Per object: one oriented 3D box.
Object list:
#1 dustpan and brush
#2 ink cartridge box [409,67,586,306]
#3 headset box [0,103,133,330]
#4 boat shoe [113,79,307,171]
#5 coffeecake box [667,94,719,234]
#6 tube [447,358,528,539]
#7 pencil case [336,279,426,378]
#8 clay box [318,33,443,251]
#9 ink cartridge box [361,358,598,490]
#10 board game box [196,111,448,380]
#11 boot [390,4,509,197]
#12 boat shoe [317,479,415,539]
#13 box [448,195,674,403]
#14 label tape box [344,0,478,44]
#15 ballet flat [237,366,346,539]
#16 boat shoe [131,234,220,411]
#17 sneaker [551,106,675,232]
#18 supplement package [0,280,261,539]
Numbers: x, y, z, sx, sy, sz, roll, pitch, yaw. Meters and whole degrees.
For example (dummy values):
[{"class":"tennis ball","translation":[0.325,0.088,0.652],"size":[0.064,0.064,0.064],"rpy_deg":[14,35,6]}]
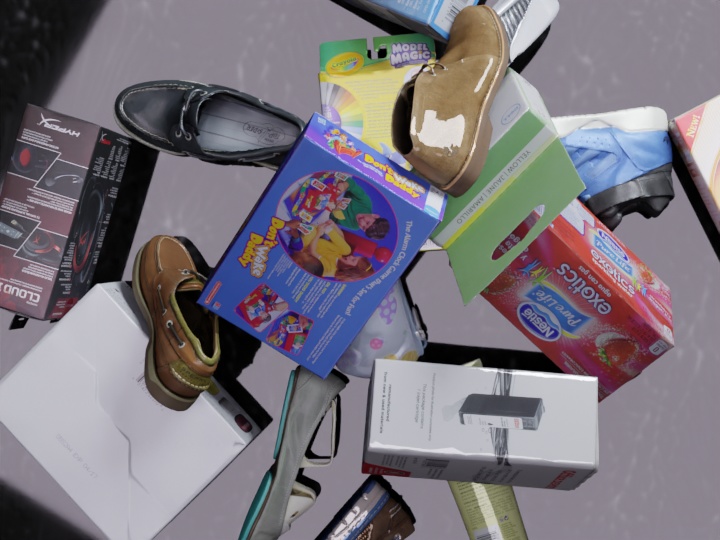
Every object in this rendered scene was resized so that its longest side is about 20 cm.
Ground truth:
[{"class":"dustpan and brush","translation":[0.149,-0.250,1.508],"size":[0.057,0.139,0.200],"rpy_deg":[48,67,-8]},{"class":"ink cartridge box","translation":[0.108,-0.075,1.395],"size":[0.048,0.200,0.146],"rpy_deg":[38,108,-20]},{"class":"headset box","translation":[-0.283,-0.041,1.503],"size":[0.074,0.149,0.202],"rpy_deg":[17,92,3]},{"class":"boat shoe","translation":[-0.138,-0.139,1.532],"size":[0.198,0.066,0.075],"rpy_deg":[19,82,3]},{"class":"coffeecake box","translation":[0.395,-0.082,1.503],"size":[0.152,0.073,0.201],"rpy_deg":[-27,89,4]},{"class":"tube","translation":[0.110,0.189,1.538],"size":[0.052,0.058,0.202],"rpy_deg":[-25,82,45]},{"class":"pencil case","translation":[0.000,0.000,1.475],"size":[0.090,0.083,0.202],"rpy_deg":[6,124,32]},{"class":"clay box","translation":[0.023,-0.116,1.535],"size":[0.114,0.048,0.202],"rpy_deg":[-4,90,6]},{"class":"ink cartridge box","translation":[0.104,0.139,1.452],"size":[0.198,0.144,0.085],"rpy_deg":[6,75,-1]},{"class":"board game box","translation":[-0.035,-0.017,1.396],"size":[0.134,0.045,0.201],"rpy_deg":[31,122,-8]},{"class":"boot","translation":[0.076,-0.162,1.400],"size":[0.075,0.074,0.201],"rpy_deg":[27,51,-20]},{"class":"boat shoe","translation":[-0.028,0.294,1.531],"size":[0.072,0.072,0.200],"rpy_deg":[40,93,1]},{"class":"box","translation":[0.181,0.007,1.465],"size":[0.200,0.100,0.095],"rpy_deg":[42,118,-16]},{"class":"label tape box","translation":[0.032,-0.311,1.515],"size":[0.199,0.063,0.145],"rpy_deg":[28,93,34]},{"class":"ballet flat","translation":[-0.062,0.189,1.536],"size":[0.063,0.067,0.202],"rpy_deg":[18,92,-4]},{"class":"boat shoe","translation":[-0.156,0.033,1.470],"size":[0.072,0.201,0.068],"rpy_deg":[22,125,-34]},{"class":"sneaker","translation":[0.192,-0.081,1.511],"size":[0.198,0.077,0.112],"rpy_deg":[-7,81,-3]},{"class":"supplement package","translation":[-0.218,0.135,1.520],"size":[0.156,0.111,0.200],"rpy_deg":[-44,89,3]}]
